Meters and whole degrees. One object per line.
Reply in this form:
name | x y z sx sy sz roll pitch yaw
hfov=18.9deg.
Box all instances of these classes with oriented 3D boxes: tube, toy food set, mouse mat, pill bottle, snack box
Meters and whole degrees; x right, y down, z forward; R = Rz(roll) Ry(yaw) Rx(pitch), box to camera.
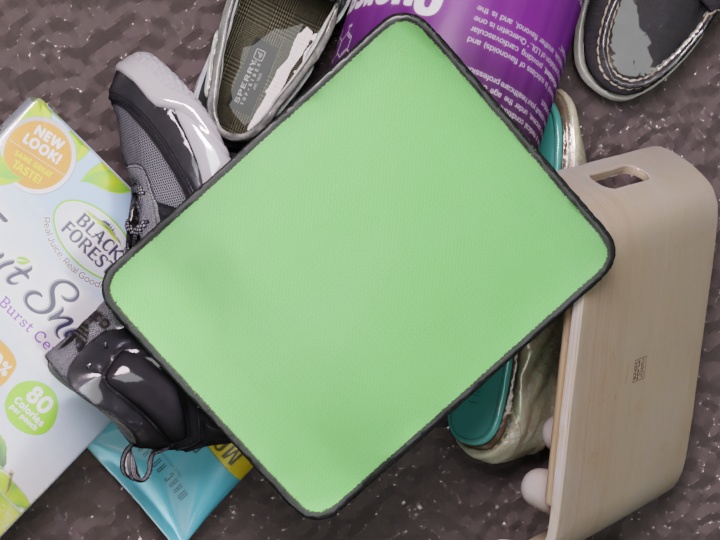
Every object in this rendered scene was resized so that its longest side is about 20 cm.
tube | -0.046 0.050 1.128 0.200 0.050 0.077 -42 82 -2
toy food set | 0.118 0.044 1.113 0.143 0.060 0.201 -16 116 -54
mouse mat | 0.000 0.000 1.012 0.200 0.008 0.161 -41 100 3
pill bottle | 0.042 -0.100 1.075 0.112 0.112 0.201 21 76 -13
snack box | -0.184 0.032 1.091 0.200 0.053 0.142 -46 104 -5

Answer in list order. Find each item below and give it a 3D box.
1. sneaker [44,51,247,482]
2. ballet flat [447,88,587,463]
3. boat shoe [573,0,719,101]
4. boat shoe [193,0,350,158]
sneaker | -0.105 0.003 1.040 0.113 0.075 0.201 -23 101 -15
ballet flat | 0.091 0.003 1.151 0.062 0.067 0.201 7 98 -42
boat shoe | 0.185 -0.177 1.144 0.074 0.060 0.200 38 87 -13
boat shoe | -0.028 -0.150 1.096 0.072 0.071 0.201 19 90 -12
